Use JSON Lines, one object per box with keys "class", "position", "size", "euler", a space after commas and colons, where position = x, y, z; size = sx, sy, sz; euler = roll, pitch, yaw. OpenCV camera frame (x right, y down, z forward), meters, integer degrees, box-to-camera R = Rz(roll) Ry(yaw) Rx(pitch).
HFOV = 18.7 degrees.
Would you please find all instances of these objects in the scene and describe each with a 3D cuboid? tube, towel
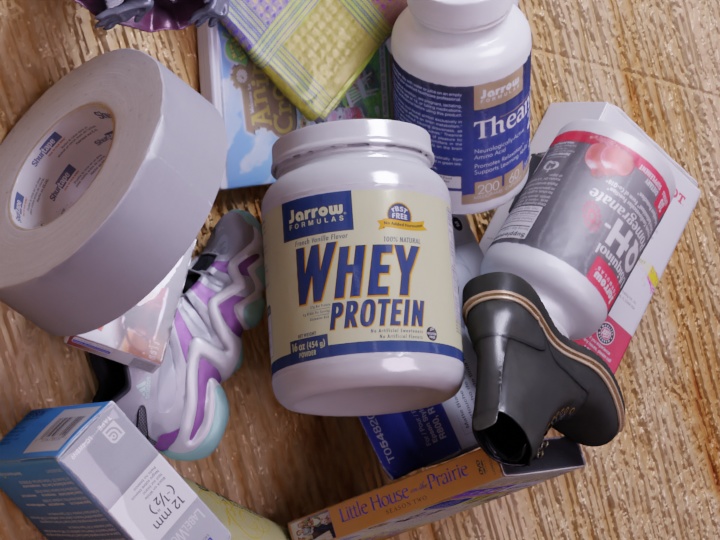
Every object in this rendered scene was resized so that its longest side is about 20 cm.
{"class": "tube", "position": [-0.098, 0.208, 1.712], "size": [0.200, 0.058, 0.052], "euler": [34, 64, -37]}
{"class": "towel", "position": [-0.053, -0.226, 1.695], "size": [0.200, 0.023, 0.144], "euler": [45, 74, -25]}

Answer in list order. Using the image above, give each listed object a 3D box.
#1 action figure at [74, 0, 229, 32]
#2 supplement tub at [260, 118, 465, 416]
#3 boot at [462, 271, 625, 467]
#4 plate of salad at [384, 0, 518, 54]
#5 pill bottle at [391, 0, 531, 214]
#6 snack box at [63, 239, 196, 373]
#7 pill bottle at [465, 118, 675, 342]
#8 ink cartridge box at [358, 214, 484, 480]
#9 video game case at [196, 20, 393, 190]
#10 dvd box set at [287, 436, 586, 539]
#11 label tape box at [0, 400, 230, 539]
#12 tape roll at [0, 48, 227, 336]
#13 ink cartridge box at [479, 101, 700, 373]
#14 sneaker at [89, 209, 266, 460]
{"class": "action figure", "position": [-0.161, -0.269, 1.561], "size": [0.134, 0.149, 0.200], "euler": [19, 50, -47]}
{"class": "supplement tub", "position": [0.000, 0.000, 1.636], "size": [0.145, 0.145, 0.201], "euler": [7, 72, -39]}
{"class": "boot", "position": [0.134, 0.113, 1.648], "size": [0.200, 0.077, 0.139], "euler": [42, 36, -36]}
{"class": "plate of salad", "position": [0.078, -0.249, 1.808], "size": [0.200, 0.048, 0.201], "euler": [-3, 95, -48]}
{"class": "pill bottle", "position": [0.081, -0.152, 1.735], "size": [0.111, 0.111, 0.200], "euler": [-35, 141, -31]}
{"class": "snack box", "position": [-0.158, -0.027, 1.617], "size": [0.072, 0.024, 0.200], "euler": [20, 64, -14]}
{"class": "pill bottle", "position": [0.165, -0.015, 1.767], "size": [0.111, 0.111, 0.200], "euler": [47, 63, -32]}
{"class": "ink cartridge box", "position": [0.053, 0.051, 1.757], "size": [0.200, 0.041, 0.200], "euler": [-18, 81, -51]}
{"class": "video game case", "position": [-0.050, -0.172, 1.741], "size": [0.182, 0.022, 0.201], "euler": [-9, 100, -38]}
{"class": "dvd box set", "position": [0.061, 0.177, 1.733], "size": [0.146, 0.200, 0.029], "euler": [2, 67, -58]}
{"class": "label tape box", "position": [-0.165, 0.188, 1.580], "size": [0.200, 0.143, 0.066], "euler": [49, 62, -17]}
{"class": "tape roll", "position": [-0.187, -0.056, 1.526], "size": [0.066, 0.200, 0.201], "euler": [38, 71, -34]}
{"class": "ink cartridge box", "position": [0.193, -0.026, 1.911], "size": [0.148, 0.086, 0.200], "euler": [40, 68, -34]}
{"class": "sneaker", "position": [-0.151, 0.032, 1.645], "size": [0.140, 0.078, 0.200], "euler": [23, 71, -31]}
